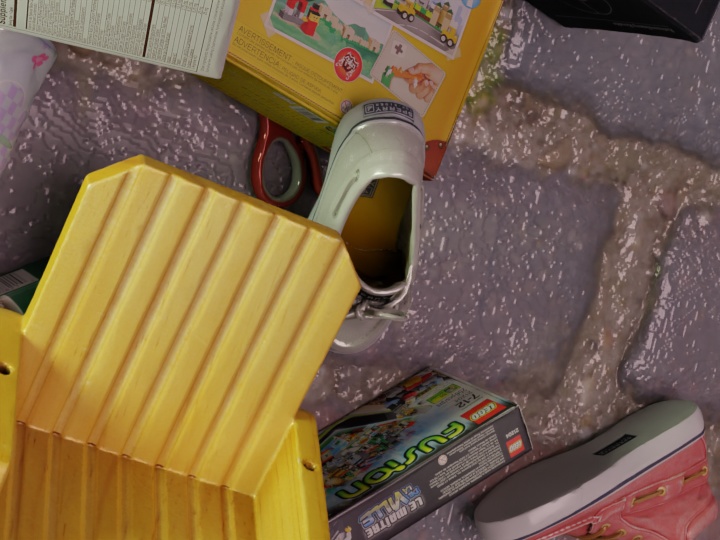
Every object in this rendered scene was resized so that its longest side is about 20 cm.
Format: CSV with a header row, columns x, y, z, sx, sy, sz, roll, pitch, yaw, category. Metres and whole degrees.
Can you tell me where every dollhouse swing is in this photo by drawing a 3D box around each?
x,y,z,sx,sy,sz,roll,pitch,yaw,category
-0.095,0.074,0.924,0.199,0.182,0.176,21,122,-22,dollhouse swing

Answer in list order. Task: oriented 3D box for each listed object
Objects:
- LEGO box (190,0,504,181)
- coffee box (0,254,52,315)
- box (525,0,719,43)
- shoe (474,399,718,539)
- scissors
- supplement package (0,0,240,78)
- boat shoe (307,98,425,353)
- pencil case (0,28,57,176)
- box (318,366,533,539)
x,y,z,sx,sy,sz,roll,pitch,yaw,category
-0.021,-0.163,1.031,0.199,0.077,0.150,28,79,-32,LEGO box
-0.146,0.043,1.028,0.199,0.044,0.124,-22,110,-25,coffee box
0.122,-0.237,1.066,0.199,0.148,0.108,29,85,-32,box
0.173,0.171,1.223,0.199,0.071,0.092,-24,106,-29,shoe
-0.057,-0.132,1.065,0.073,0.014,0.201,-25,109,-24,scissors
-0.138,-0.229,0.838,0.198,0.147,0.192,12,59,-7,supplement package
0.005,0.000,1.032,0.074,0.087,0.203,6,137,-11,boat shoe
-0.240,-0.055,0.929,0.201,0.083,0.091,-64,159,-5,pencil case
-0.001,0.133,1.093,0.199,0.110,0.035,-29,113,-23,box
